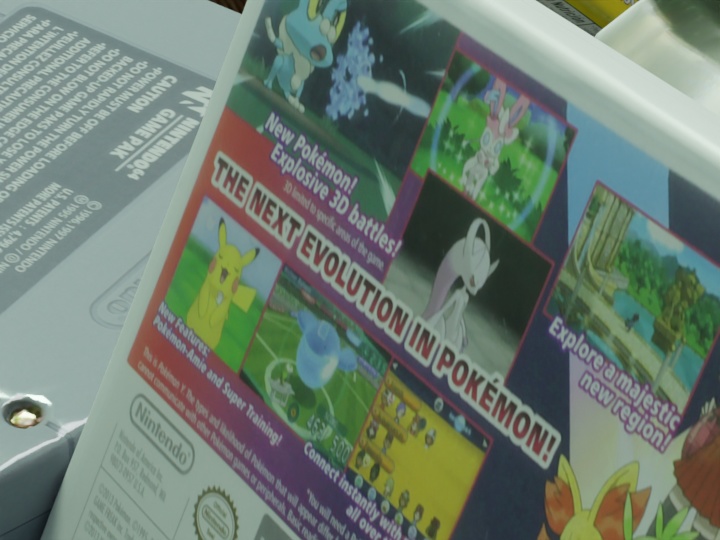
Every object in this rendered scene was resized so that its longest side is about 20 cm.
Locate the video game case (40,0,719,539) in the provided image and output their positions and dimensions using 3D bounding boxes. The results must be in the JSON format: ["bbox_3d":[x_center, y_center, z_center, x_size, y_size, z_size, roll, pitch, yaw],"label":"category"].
[{"bbox_3d":[0.011,0.047,0.506,0.023,0.183,0.200,11,18,-36],"label":"video game case"}]

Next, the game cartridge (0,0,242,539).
[{"bbox_3d":[-0.082,-0.005,0.656,0.133,0.041,0.200,21,40,23],"label":"game cartridge"}]

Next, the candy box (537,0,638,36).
[{"bbox_3d":[0.053,-0.068,0.859,0.102,0.026,0.200,-1,-19,36],"label":"candy box"}]

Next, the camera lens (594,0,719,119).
[{"bbox_3d":[0.091,0.054,0.553,0.160,0.200,0.160,20,15,-6],"label":"camera lens"}]

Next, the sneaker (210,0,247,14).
[{"bbox_3d":[-0.025,-0.116,0.928,0.200,0.070,0.108,-7,28,-35],"label":"sneaker"}]
